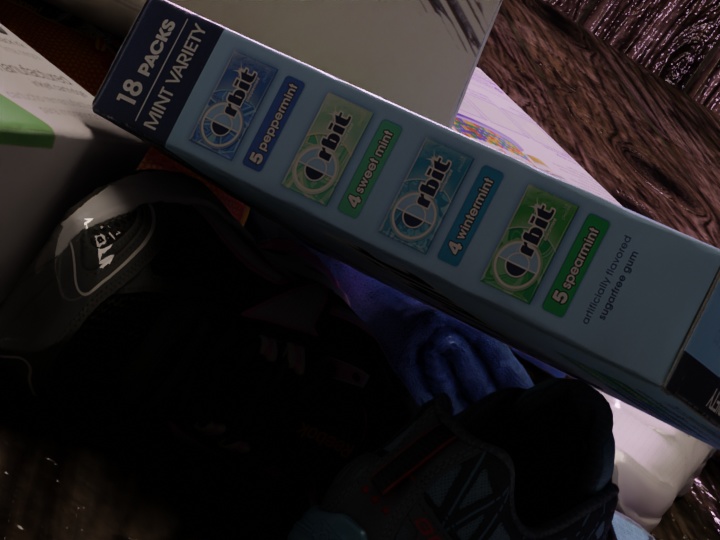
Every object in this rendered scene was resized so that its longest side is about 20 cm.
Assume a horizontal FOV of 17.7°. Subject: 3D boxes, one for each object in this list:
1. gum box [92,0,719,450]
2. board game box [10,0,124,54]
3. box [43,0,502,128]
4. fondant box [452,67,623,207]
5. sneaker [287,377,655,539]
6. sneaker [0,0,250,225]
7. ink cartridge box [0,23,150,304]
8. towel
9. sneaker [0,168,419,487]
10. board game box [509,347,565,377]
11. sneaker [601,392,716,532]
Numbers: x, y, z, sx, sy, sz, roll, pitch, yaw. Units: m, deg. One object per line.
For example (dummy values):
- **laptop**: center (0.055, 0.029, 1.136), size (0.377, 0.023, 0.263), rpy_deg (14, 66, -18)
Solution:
- **gum box**: center (0.040, -0.007, 0.720), size (0.200, 0.045, 0.170), rpy_deg (26, -2, 27)
- **board game box**: center (-0.136, -0.086, 0.848), size (0.200, 0.105, 0.023), rpy_deg (31, 14, -17)
- **box**: center (-0.057, -0.110, 0.799), size (0.200, 0.068, 0.082), rpy_deg (24, -5, -16)
- **fondant box**: center (0.052, -0.043, 1.105), size (0.144, 0.058, 0.200), rpy_deg (18, 22, -46)
- **sneaker**: center (0.061, 0.083, 0.738), size (0.079, 0.096, 0.200), rpy_deg (41, 15, 27)
- **sneaker**: center (-0.128, -0.062, 0.817), size (0.200, 0.073, 0.077), rpy_deg (41, 51, -7)
- **ink cartridge box**: center (-0.186, -0.066, 0.698), size (0.200, 0.084, 0.146), rpy_deg (38, 13, 15)
- **towel**: center (0.000, 0.000, 0.917), size (0.200, 0.049, 0.112), rpy_deg (49, -7, 46)
- **sneaker**: center (-0.036, 0.027, 0.744), size (0.086, 0.080, 0.200), rpy_deg (43, 16, 25)
- **board game box**: center (0.039, -0.025, 1.211), size (0.151, 0.037, 0.200), rpy_deg (31, 14, -13)
- **sneaker**: center (0.128, 0.061, 1.024), size (0.070, 0.080, 0.200), rpy_deg (38, 15, 11)
